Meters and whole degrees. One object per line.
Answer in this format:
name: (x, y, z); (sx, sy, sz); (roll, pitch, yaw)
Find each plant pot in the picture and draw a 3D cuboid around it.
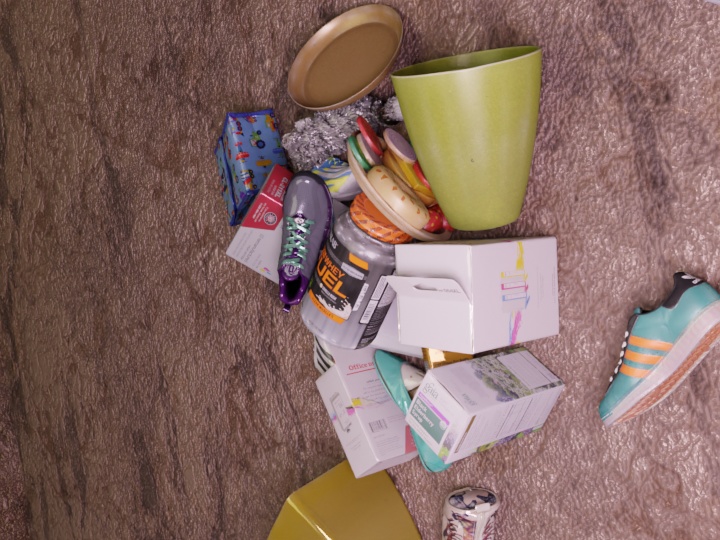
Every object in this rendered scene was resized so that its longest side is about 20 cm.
plant pot: (0.144, -0.160, 1.021); (0.186, 0.186, 0.203); (9, 117, 48)
plant pot: (-0.019, -0.311, 1.211); (0.198, 0.027, 0.203); (-20, 49, 24)
plant pot: (-0.021, 0.434, 1.265); (0.176, 0.199, 0.202); (41, 124, 25)

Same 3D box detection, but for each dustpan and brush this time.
dustpan and brush: (0.065, 0.018, 1.217); (0.138, 0.057, 0.204); (9, 108, 38)

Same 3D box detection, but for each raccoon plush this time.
raccoon plush: (-0.031, -0.212, 1.200); (0.097, 0.134, 0.199); (53, 150, -14)

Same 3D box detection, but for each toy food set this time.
toy food set: (0.056, -0.122, 1.096); (0.049, 0.199, 0.200); (-43, 57, 25)

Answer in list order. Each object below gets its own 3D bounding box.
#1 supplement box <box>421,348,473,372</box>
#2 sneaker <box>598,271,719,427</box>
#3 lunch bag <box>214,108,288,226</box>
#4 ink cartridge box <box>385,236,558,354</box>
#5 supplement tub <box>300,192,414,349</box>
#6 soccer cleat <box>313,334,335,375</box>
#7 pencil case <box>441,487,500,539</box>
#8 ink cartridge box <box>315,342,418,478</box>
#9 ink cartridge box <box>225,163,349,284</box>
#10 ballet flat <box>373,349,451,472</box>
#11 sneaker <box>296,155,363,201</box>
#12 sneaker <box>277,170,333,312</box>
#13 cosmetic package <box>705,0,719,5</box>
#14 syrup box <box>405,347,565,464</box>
supplement box: (0.115, 0.087, 1.134); (0.069, 0.065, 0.204); (90, 169, -83)
sneaker: (0.325, 0.089, 0.911); (0.201, 0.071, 0.080); (-57, 50, 30)
lunch bag: (-0.214, -0.180, 1.494); (0.200, 0.093, 0.153); (-32, 71, 59)
ink cartridge box: (0.137, 0.026, 1.013); (0.127, 0.198, 0.128); (1, 96, 48)
supplement tub: (0.000, 0.000, 1.146); (0.123, 0.121, 0.202); (46, 126, 34)
soccer cleat: (-0.052, 0.118, 1.346); (0.085, 0.068, 0.203); (-27, 78, 46)
pencil case: (0.150, 0.403, 1.136); (0.089, 0.077, 0.204); (-153, 64, -66)
ink cartridge box: (0.011, 0.198, 1.244); (0.068, 0.115, 0.202); (-45, 61, 42)
ink cartridge box: (-0.085, -0.045, 1.261); (0.146, 0.198, 0.083); (-52, 13, 39)
ballet flat: (0.090, 0.193, 1.200); (0.070, 0.067, 0.202); (-37, 69, 27)
sneaker: (-0.052, -0.155, 1.304); (0.199, 0.075, 0.107); (-25, 75, 48)
sneaker: (-0.082, -0.037, 1.154); (0.088, 0.073, 0.202); (-78, -4, -54)
cosmetic package: (0.271, -0.373, 0.810); (0.200, 0.197, 0.124); (48, 128, 33)
syrup box: (0.156, 0.162, 1.009); (0.079, 0.198, 0.082); (43, 124, 35)
